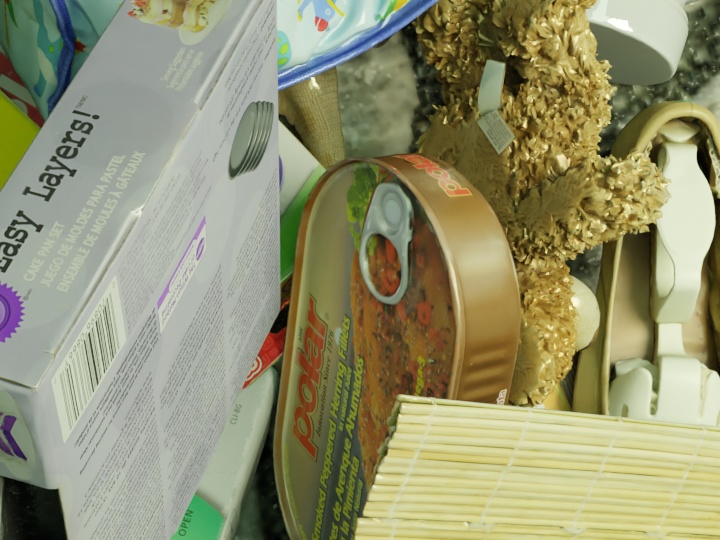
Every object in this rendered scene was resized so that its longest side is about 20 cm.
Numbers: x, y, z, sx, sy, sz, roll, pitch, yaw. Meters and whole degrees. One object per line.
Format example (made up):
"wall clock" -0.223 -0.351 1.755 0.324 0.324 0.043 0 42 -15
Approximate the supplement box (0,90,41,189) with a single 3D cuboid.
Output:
"supplement box" -0.201 -0.035 0.691 0.200 0.109 0.109 45 68 -13

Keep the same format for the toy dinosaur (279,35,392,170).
"toy dinosaur" -0.025 -0.104 0.810 0.101 0.058 0.201 -31 77 9

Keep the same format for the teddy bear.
"teddy bear" 0.069 -0.042 0.725 0.066 0.144 0.202 4 69 -42

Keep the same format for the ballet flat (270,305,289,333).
"ballet flat" 0.000 0.000 0.799 0.198 0.047 0.068 -15 57 -10

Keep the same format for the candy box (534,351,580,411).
"candy box" 0.122 0.114 0.782 0.114 0.055 0.202 -6 83 -4

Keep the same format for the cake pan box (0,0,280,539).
"cake pan box" -0.082 0.021 0.606 0.052 0.185 0.201 14 52 12

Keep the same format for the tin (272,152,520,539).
"tin" 0.011 0.049 0.708 0.042 0.112 0.202 -14 124 -36

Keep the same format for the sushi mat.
"sushi mat" 0.086 0.099 0.688 0.198 0.012 0.096 7 115 -27

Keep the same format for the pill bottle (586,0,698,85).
"pill bottle" 0.128 -0.194 0.790 0.112 0.113 0.202 17 82 -1

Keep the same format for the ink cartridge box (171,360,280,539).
"ink cartridge box" -0.151 0.091 0.743 0.198 0.050 0.162 17 63 3

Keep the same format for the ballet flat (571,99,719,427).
"ballet flat" 0.125 0.025 0.734 0.068 0.063 0.202 1 82 -3

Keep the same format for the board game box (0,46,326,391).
"board game box" -0.085 -0.048 0.768 0.095 0.030 0.200 -41 76 -7

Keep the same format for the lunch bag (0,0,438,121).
"lunch bag" -0.064 -0.161 0.724 0.198 0.128 0.171 -15 48 -22
